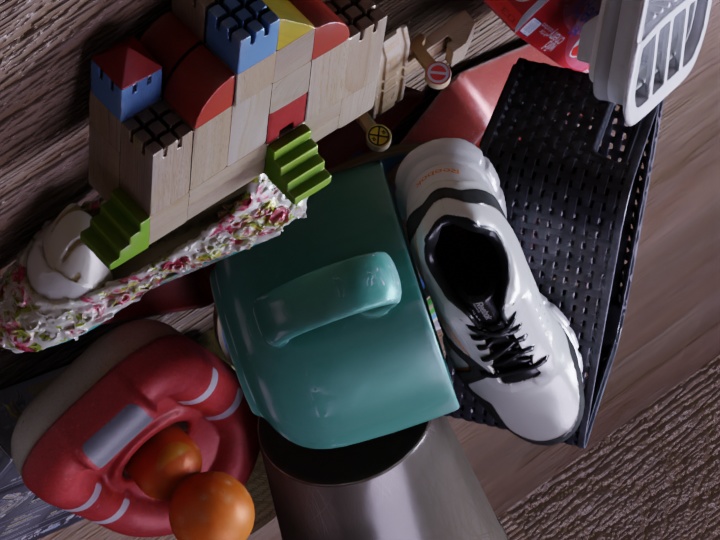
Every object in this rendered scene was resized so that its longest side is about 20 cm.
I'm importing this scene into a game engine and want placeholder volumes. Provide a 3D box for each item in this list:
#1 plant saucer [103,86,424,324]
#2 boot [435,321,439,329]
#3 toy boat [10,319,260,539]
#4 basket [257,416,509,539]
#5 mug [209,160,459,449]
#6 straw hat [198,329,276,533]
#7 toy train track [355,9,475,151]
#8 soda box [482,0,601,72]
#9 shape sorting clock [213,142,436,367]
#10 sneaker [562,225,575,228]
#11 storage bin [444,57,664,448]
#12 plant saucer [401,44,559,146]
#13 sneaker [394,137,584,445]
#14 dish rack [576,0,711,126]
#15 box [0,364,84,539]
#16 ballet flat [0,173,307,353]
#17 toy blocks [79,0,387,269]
[{"bbox_3d":[-0.076,-0.048,1.594,0.200,0.037,0.200,-44,167,20],"label":"plant saucer"},{"bbox_3d":[0.020,0.022,2.023,0.200,0.074,0.096,-31,-169,2],"label":"boot"},{"bbox_3d":[-0.114,0.120,1.657,0.131,0.131,0.200,-43,160,2],"label":"toy boat"},{"bbox_3d":[0.011,0.154,1.747,0.200,0.136,0.180,71,34,-47],"label":"basket"},{"bbox_3d":[-0.023,0.016,1.556,0.114,0.152,0.185,-18,142,2],"label":"mug"},{"bbox_3d":[-0.084,0.084,1.878,0.201,0.085,0.201,-40,-155,23],"label":"straw hat"},{"bbox_3d":[-0.012,-0.075,1.529,0.200,0.033,0.115,-35,167,-11],"label":"toy train track"},{"bbox_3d":[0.111,-0.169,1.620,0.063,0.070,0.200,-45,166,8],"label":"soda box"},{"bbox_3d":[0.000,0.000,1.699,0.200,0.039,0.200,-21,146,-15],"label":"shape sorting clock"},{"bbox_3d":[0.064,-0.024,1.788,0.200,0.076,0.070,-18,149,0],"label":"sneaker"},{"bbox_3d":[0.114,-0.010,1.645,0.135,0.094,0.200,-66,166,-51],"label":"storage bin"},{"bbox_3d":[0.087,-0.086,1.888,0.200,0.037,0.200,-25,161,-45],"label":"plant saucer"},{"bbox_3d":[0.072,0.026,1.539,0.074,0.200,0.080,-23,-152,10],"label":"sneaker"},{"bbox_3d":[0.172,-0.195,1.559,0.172,0.044,0.200,-39,142,-61],"label":"dish rack"},{"bbox_3d":[-0.214,0.125,1.776,0.200,0.048,0.158,-21,157,-53],"label":"box"},{"bbox_3d":[-0.122,-0.023,1.459,0.200,0.076,0.064,-28,150,8],"label":"ballet flat"},{"bbox_3d":[-0.060,-0.104,1.360,0.200,0.100,0.137,-33,154,-25],"label":"toy blocks"}]
